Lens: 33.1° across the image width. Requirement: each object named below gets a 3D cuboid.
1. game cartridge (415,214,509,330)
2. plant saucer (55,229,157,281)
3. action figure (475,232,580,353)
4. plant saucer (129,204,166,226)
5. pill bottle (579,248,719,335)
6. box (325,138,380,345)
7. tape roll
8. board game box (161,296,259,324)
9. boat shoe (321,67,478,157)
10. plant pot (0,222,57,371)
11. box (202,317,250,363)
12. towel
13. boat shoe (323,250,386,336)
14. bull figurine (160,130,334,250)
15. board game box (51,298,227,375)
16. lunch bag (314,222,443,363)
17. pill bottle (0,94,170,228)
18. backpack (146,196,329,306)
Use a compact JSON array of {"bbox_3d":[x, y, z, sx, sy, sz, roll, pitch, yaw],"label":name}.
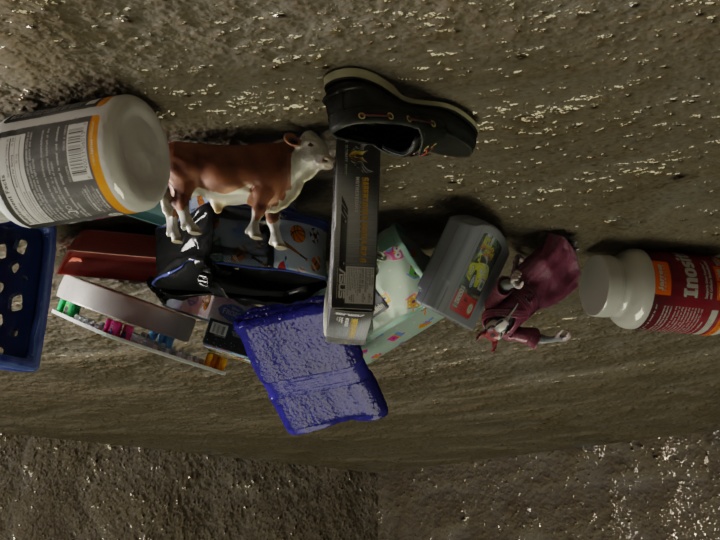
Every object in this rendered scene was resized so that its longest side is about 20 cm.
[{"bbox_3d":[0.136,0.000,1.556,0.041,0.134,0.200,21,178,23],"label":"game cartridge"},{"bbox_3d":[-0.302,-0.018,1.631,0.198,0.037,0.200,5,169,-18],"label":"plant saucer"},{"bbox_3d":[0.208,0.032,1.614,0.148,0.200,0.134,6,130,51],"label":"action figure"},{"bbox_3d":[-0.217,-0.066,1.527,0.070,0.019,0.199,-12,160,37],"label":"plant saucer"},{"bbox_3d":[0.414,0.029,1.691,0.199,0.114,0.113,4,163,-18],"label":"pill bottle"},{"bbox_3d":[-0.008,-0.033,1.311,0.048,0.201,0.158,3,163,-2],"label":"box"},{"bbox_3d":[-0.338,0.054,1.756,0.202,0.037,0.203,20,176,2],"label":"tape roll"},{"bbox_3d":[-0.167,0.073,1.780,0.199,0.041,0.200,22,173,-28],"label":"board game box"},{"bbox_3d":[0.042,-0.140,1.198,0.073,0.064,0.201,-18,158,41],"label":"boat shoe"},{"bbox_3d":[-0.515,0.016,1.501,0.179,0.201,0.200,-2,166,29],"label":"plant pot"},{"bbox_3d":[-0.113,0.117,1.661,0.199,0.038,0.137,17,171,0],"label":"box"},{"bbox_3d":[-0.061,0.118,1.549,0.147,0.050,0.201,-13,124,17],"label":"towel"},{"bbox_3d":[0.000,0.000,1.445,0.061,0.201,0.073,4,136,9],"label":"boat shoe"},{"bbox_3d":[-0.123,-0.089,1.282,0.199,0.122,0.065,2,166,12],"label":"bull figurine"},{"bbox_3d":[-0.316,0.094,1.738,0.199,0.026,0.199,23,175,-37],"label":"board game box"},{"bbox_3d":[0.017,0.031,1.600,0.170,0.122,0.200,-31,156,9],"label":"lunch bag"},{"bbox_3d":[-0.301,-0.105,1.212,0.199,0.117,0.116,-7,163,23],"label":"pill bottle"},{"bbox_3d":[-0.133,-0.027,1.427,0.189,0.155,0.200,14,168,-27],"label":"backpack"}]
